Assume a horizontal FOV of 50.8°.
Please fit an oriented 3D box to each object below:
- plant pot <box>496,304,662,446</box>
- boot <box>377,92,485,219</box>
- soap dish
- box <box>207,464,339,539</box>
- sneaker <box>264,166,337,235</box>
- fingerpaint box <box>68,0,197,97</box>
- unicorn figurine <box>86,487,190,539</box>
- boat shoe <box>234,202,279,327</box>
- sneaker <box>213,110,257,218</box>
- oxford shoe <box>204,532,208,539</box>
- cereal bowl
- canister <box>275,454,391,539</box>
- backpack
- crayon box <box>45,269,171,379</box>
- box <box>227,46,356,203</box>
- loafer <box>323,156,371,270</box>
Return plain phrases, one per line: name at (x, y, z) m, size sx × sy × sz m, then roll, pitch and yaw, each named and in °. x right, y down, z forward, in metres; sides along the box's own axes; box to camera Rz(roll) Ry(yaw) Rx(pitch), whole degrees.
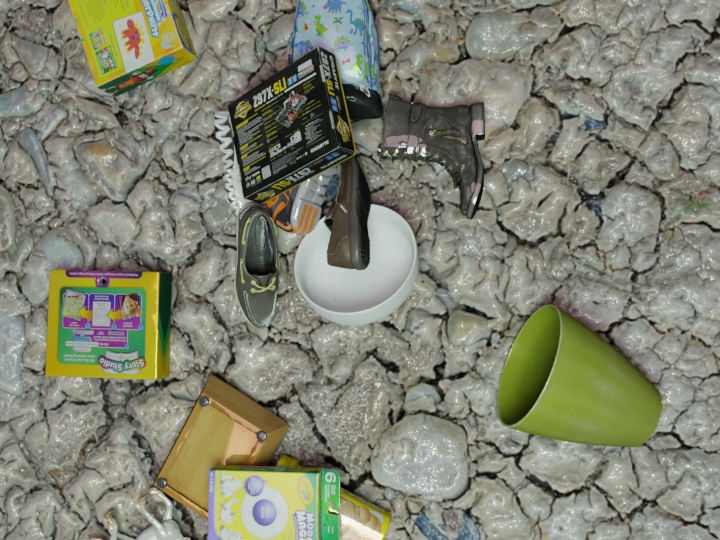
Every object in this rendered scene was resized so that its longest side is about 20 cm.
plant pot at (0.330, 0.176, 1.113) m, size 0.196 × 0.187 × 0.191 m, roll 23°, pitch 91°, yaw -7°
boot at (0.111, -0.182, 1.205) m, size 0.170 × 0.069 × 0.205 m, roll 1°, pitch 80°, yaw 10°
soap dish at (-0.229, 0.296, 1.217) m, size 0.155 × 0.081 × 0.203 m, roll 29°, pitch 91°, yaw 8°
box at (-0.128, 0.355, 1.131) m, size 0.195 × 0.048 × 0.121 m, roll -1°, pitch 86°, yaw 6°
sneaker at (-0.100, -0.164, 1.206) m, size 0.111 × 0.077 × 0.204 m, roll 19°, pitch 86°, yaw 39°
fingerpaint box at (-0.387, -0.423, 1.273) m, size 0.164 × 0.073 × 0.204 m, roll -22°, pitch 85°, yaw 7°
unicorn figurine at (-0.338, 0.435, 1.238) m, size 0.197 × 0.074 × 0.139 m, roll -28°, pitch 93°, yaw 20°
boat shoe at (-0.163, -0.001, 1.205) m, size 0.070 × 0.060 × 0.206 m, roll -8°, pitch 105°, yaw -19°
sneaker at (-0.185, -0.167, 1.240) m, size 0.079 × 0.075 × 0.205 m, roll -11°, pitch 87°, yaw -2°
oxford shoe at (-0.196, 0.498, 1.192) m, size 0.072 × 0.071 × 0.202 m, roll -29°, pitch 100°, yaw 10°
cereal bowl at (0.000, 0.000, 1.181) m, size 0.195 × 0.084 × 0.204 m, roll -8°, pitch 57°, yaw 13°
canister at (-0.065, 0.403, 1.189) m, size 0.197 × 0.087 × 0.151 m, roll 25°, pitch 90°, yaw 6°
backpack at (-0.040, -0.355, 1.201) m, size 0.159 × 0.154 × 0.205 m, roll 4°, pitch 76°, yaw 14°
crayon box at (-0.418, 0.089, 1.263) m, size 0.195 × 0.058 × 0.177 m, roll 1°, pitch 89°, yaw 8°
box at (-0.108, -0.213, 1.141) m, size 0.197 × 0.049 × 0.163 m, roll -23°, pitch 71°, yaw 33°
loafer at (-0.026, -0.090, 1.151) m, size 0.069 × 0.073 × 0.204 m, roll -10°, pitch 53°, yaw 15°
